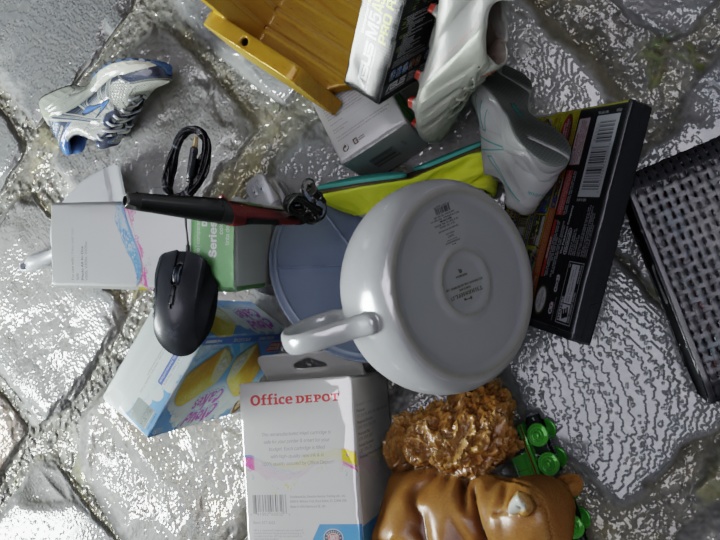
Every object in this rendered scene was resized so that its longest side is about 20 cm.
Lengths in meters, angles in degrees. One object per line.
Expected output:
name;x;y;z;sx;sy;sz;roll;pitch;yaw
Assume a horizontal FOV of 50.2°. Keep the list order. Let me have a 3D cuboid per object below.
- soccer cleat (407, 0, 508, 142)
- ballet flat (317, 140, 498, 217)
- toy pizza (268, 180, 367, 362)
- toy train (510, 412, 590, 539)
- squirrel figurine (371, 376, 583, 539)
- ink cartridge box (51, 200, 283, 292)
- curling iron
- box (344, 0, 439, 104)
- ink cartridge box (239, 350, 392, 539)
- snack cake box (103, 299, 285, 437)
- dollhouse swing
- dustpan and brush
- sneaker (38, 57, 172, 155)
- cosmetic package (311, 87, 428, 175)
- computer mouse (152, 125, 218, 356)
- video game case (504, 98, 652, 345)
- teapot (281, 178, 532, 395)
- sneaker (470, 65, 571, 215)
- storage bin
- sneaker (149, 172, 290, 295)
soccer cleat;0.093;-0.187;0.705;0.076;0.202;0.070;27;56;13
ballet flat;0.053;-0.079;0.791;0.195;0.067;0.069;-16;99;-8
toy pizza;0.000;0.000;0.800;0.194;0.032;0.206;7;64;-14
toy train;0.194;0.243;0.757;0.056;0.041;0.205;-26;78;27
squirrel figurine;0.106;0.202;0.708;0.185;0.139;0.206;-30;63;48
ink cartridge box;-0.190;-0.026;0.781;0.194;0.145;0.090;-1;92;14
curling iron;-0.112;-0.060;0.670;0.026;0.196;0.050;53;131;38
box;0.071;-0.267;0.722;0.044;0.199;0.163;32;135;18
ink cartridge box;-0.040;0.186;0.798;0.125;0.125;0.206;-5;84;19
snack cake box;-0.164;0.096;0.809;0.066;0.199;0.117;33;97;16
dollhouse swing;-0.058;-0.293;0.701;0.180;0.175;0.203;34;94;18
dustpan and brush;-0.364;-0.036;0.975;0.195;0.057;0.143;-17;79;11
sneaker;-0.306;-0.199;0.957;0.196;0.077;0.088;-17;91;25
cosmetic package;-0.015;-0.210;0.826;0.083;0.107;0.204;-28;79;15
computer mouse;-0.157;-0.025;0.682;0.057;0.034;0.206;2;93;13
video game case;0.183;-0.048;0.717;0.025;0.180;0.206;13;92;-17
teapot;0.049;0.020;0.705;0.145;0.198;0.202;-11;54;56
sneaker;0.139;-0.137;0.757;0.068;0.081;0.203;4;43;-15
storage bin;0.308;0.001;0.678;0.092;0.135;0.205;-22;79;16
sneaker;-0.148;-0.069;0.884;0.197;0.075;0.117;33;97;13
